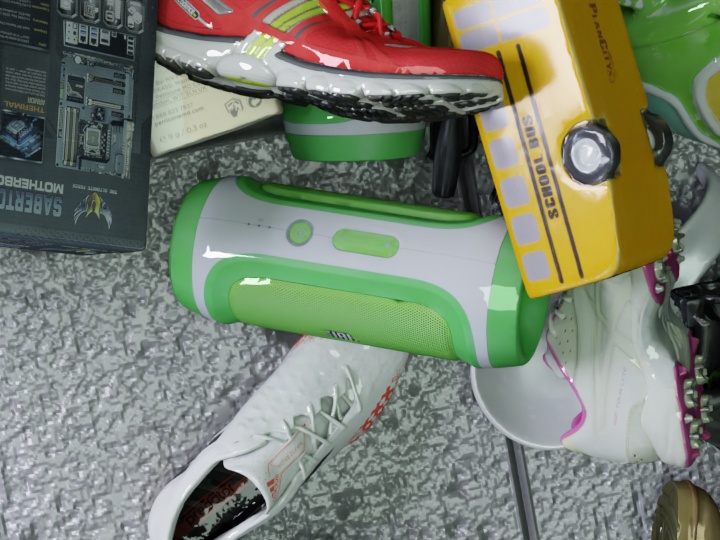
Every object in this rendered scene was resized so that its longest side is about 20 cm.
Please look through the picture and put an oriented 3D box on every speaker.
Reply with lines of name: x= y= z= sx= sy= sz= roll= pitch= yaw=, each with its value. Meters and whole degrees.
speaker: x=0.000 y=0.000 z=1.093 sx=0.200 sy=0.088 sz=0.089 roll=9 pitch=98 yaw=18
speaker: x=-0.005 y=-0.164 z=1.108 sx=0.088 sy=0.088 sz=0.200 roll=-3 pitch=99 yaw=-5

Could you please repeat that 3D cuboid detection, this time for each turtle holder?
turtle holder: x=0.209 y=-0.136 z=1.085 sx=0.141 sy=0.185 sz=0.132 roll=-43 pitch=115 yaw=-27

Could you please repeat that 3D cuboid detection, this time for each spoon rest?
spoon rest: x=0.149 y=0.021 z=1.161 sx=0.099 sy=0.061 sz=0.200 roll=44 pitch=92 yaw=-9

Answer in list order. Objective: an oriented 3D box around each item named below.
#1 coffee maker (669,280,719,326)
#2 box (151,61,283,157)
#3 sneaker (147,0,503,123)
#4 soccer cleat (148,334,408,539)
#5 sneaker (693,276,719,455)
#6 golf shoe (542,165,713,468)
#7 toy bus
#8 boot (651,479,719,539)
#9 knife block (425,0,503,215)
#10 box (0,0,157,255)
coffee maker: x=0.264 y=0.092 z=1.091 sx=0.192 sy=0.135 sz=0.200 roll=-3 pitch=104 yaw=1
box: x=-0.113 y=-0.171 z=1.093 sx=0.078 sy=0.095 sz=0.200 roll=-19 pitch=101 yaw=-3
sneaker: x=-0.020 y=-0.126 z=0.997 sx=0.200 sy=0.077 sz=0.085 roll=14 pitch=89 yaw=21
soccer cleat: x=-0.044 y=0.098 z=1.141 sx=0.200 sy=0.085 sz=0.069 roll=-43 pitch=99 yaw=2
sneaker: x=0.247 y=0.019 z=1.156 sx=0.090 sy=0.066 sz=0.200 roll=28 pitch=97 yaw=-31
golf shoe: x=0.138 y=0.016 z=1.103 sx=0.091 sy=0.075 sz=0.200 roll=-7 pitch=97 yaw=25
toy bus: x=0.100 y=-0.093 z=1.006 sx=0.078 sy=0.065 sz=0.200 roll=-17 pitch=90 yaw=38
boot: x=0.278 y=0.204 z=1.201 sx=0.200 sy=0.066 sz=0.175 roll=-3 pitch=109 yaw=-5
knife block: x=0.077 y=-0.131 z=1.079 sx=0.064 sy=0.200 sz=0.176 roll=3 pitch=68 yaw=-6
box: x=-0.188 y=-0.094 z=0.950 sx=0.200 sy=0.051 sz=0.158 roll=6 pitch=83 yaw=-45
